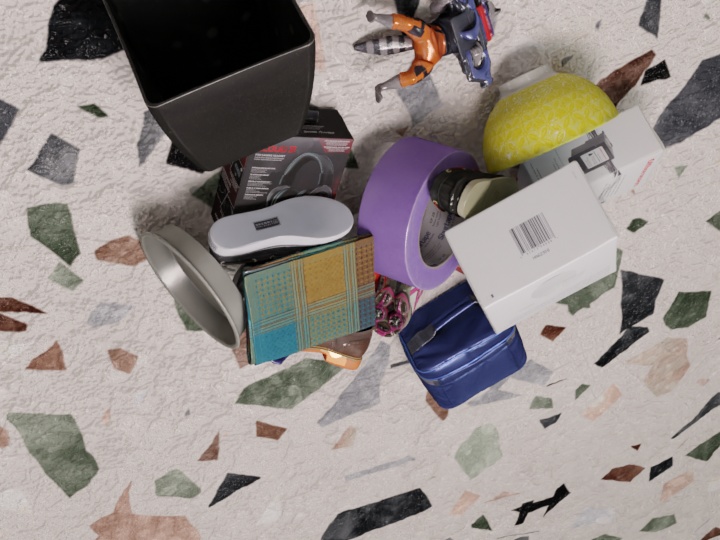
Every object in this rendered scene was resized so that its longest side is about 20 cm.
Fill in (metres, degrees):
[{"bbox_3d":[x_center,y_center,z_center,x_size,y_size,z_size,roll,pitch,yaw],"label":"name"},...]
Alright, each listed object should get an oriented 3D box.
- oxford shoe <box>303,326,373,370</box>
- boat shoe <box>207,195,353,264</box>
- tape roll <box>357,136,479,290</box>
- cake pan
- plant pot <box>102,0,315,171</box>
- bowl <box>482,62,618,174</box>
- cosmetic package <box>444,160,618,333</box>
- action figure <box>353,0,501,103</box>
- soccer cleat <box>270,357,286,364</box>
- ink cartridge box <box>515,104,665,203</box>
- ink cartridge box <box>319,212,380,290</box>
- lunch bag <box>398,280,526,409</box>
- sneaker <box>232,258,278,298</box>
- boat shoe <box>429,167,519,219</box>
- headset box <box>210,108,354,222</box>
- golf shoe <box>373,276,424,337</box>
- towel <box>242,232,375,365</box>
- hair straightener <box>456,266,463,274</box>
[{"bbox_3d":[-0.071,0.074,1.616,0.198,0.071,0.073,21,107,-32],"label":"oxford shoe"},{"bbox_3d":[-0.108,-0.044,1.531,0.197,0.071,0.066,-15,155,-20],"label":"boat shoe"},{"bbox_3d":[0.085,-0.080,1.621,0.199,0.084,0.203,-35,135,-43],"label":"tape roll"},{"bbox_3d":[-0.219,0.018,1.556,0.037,0.199,0.202,-41,140,-21],"label":"cake pan"},{"bbox_3d":[-0.162,-0.237,1.352,0.197,0.201,0.178,-23,147,-6],"label":"plant pot"},{"bbox_3d":[0.249,-0.224,1.613,0.198,0.200,0.109,-25,94,-4],"label":"bowl"},{"bbox_3d":[0.236,-0.026,1.572,0.197,0.124,0.200,-28,162,4],"label":"cosmetic package"},{"bbox_3d":[0.091,-0.327,1.489,0.191,0.104,0.203,-19,109,-20],"label":"action figure"},{"bbox_3d":[-0.083,0.057,1.723,0.064,0.084,0.201,24,116,-24],"label":"soccer cleat"},{"bbox_3d":[0.337,-0.148,1.724,0.198,0.084,0.145,-26,165,-5],"label":"ink cartridge box"},{"bbox_3d":[0.000,0.000,1.696,0.175,0.045,0.202,-30,144,-40],"label":"ink cartridge box"},{"bbox_3d":[0.170,0.109,1.869,0.199,0.137,0.133,-32,137,3],"label":"lunch bag"},{"bbox_3d":[-0.139,0.018,1.615,0.086,0.075,0.200,-31,178,15],"label":"sneaker"},{"bbox_3d":[0.161,-0.104,1.582,0.201,0.063,0.075,1,113,-60],"label":"boat shoe"},{"bbox_3d":[-0.105,-0.133,1.549,0.147,0.078,0.202,-1,131,-27],"label":"headset box"},{"bbox_3d":[0.074,0.002,1.785,0.202,0.072,0.092,-65,168,18],"label":"golf shoe"},{"bbox_3d":[-0.067,0.038,1.543,0.198,0.022,0.149,-18,123,-27],"label":"towel"},{"bbox_3d":[0.212,0.000,1.840,0.198,0.077,0.041,20,103,-20],"label":"hair straightener"}]
